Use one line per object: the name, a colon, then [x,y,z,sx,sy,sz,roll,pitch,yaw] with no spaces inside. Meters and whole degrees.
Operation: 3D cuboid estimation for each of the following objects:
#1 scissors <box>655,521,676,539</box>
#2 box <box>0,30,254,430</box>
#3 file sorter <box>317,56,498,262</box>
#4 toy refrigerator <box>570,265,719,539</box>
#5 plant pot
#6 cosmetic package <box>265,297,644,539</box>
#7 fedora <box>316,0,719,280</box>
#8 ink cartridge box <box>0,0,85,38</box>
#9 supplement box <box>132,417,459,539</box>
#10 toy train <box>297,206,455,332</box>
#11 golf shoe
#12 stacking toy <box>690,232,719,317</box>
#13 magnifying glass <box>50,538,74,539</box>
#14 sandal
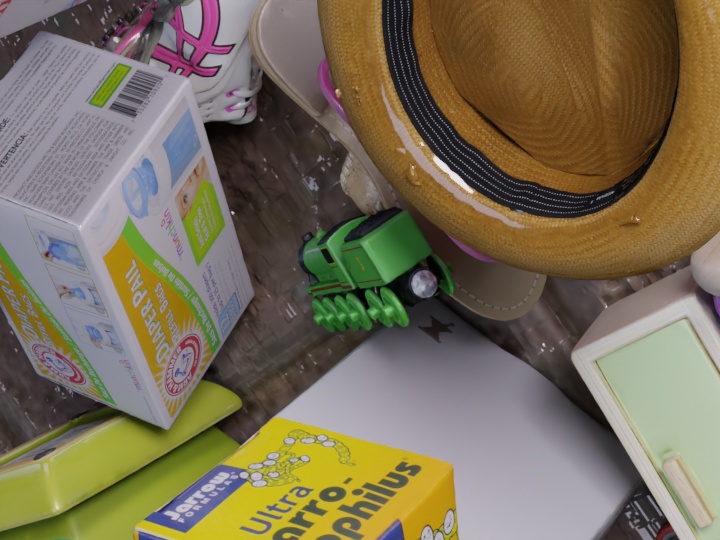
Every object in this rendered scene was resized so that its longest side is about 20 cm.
scissors: [0.207,0.229,0.860,0.072,0.014,0.202,4,117,32]
box: [-0.144,-0.017,0.871,0.100,0.113,0.201,19,149,21]
file sorter: [0.093,-0.119,0.680,0.139,0.125,0.200,47,132,5]
toy refrigerator: [0.191,0.101,0.756,0.076,0.070,0.201,-28,96,32]
plant pot: [-0.161,0.189,0.992,0.198,0.199,0.183,-19,96,42]
cosmetic package: [0.025,0.159,0.853,0.167,0.166,0.201,36,129,15]
fedora: [0.076,-0.096,0.567,0.199,0.082,0.202,19,129,24]
ink cartridge box: [-0.138,-0.202,0.757,0.086,0.200,0.147,51,132,1]
supplement box: [-0.019,0.190,0.716,0.109,0.109,0.202,10,119,33]
toy train: [0.000,0.000,0.808,0.057,0.042,0.200,57,167,-5]
golf shoe: [-0.079,-0.130,0.847,0.092,0.073,0.199,42,140,-15]
stacking toy: [0.234,0.058,0.712,0.085,0.085,0.201,-19,108,41]
magnifying glass: [-0.080,0.182,0.670,0.198,0.022,0.080,23,125,26]
sandal: [0.018,-0.064,0.814,0.212,0.078,0.070,47,169,-13]
